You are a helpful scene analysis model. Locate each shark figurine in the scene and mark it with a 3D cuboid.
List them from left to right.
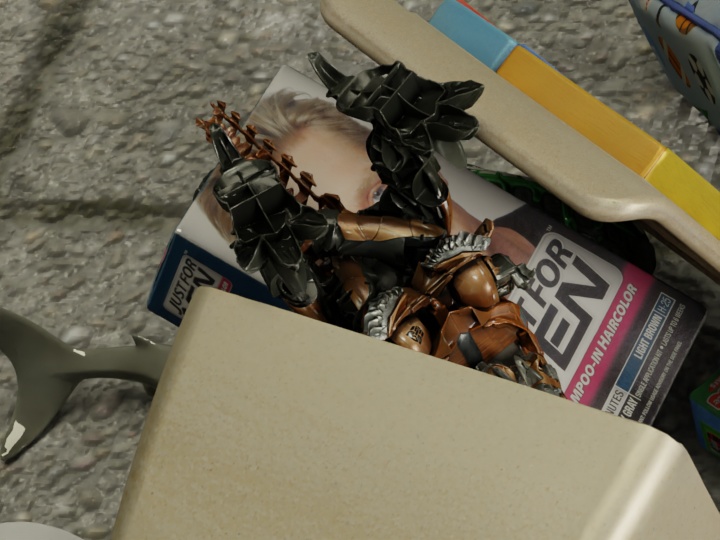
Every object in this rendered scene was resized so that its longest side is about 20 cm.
[{"bbox_3d":[-0.068,0.051,1.238,0.128,0.090,0.214,-37,48,-20],"label":"shark figurine"}]

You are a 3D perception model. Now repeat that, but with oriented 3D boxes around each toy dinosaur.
[{"bbox_3d":[0.000,0.000,1.093,0.199,0.136,0.102,19,61,28],"label":"toy dinosaur"}]

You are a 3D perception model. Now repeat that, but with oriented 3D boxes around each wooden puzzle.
[{"bbox_3d":[0.098,-0.041,1.150,0.185,0.200,0.037,40,99,41],"label":"wooden puzzle"}]

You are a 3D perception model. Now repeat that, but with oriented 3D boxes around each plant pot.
[{"bbox_3d":[0.013,0.151,1.044,0.199,0.200,0.178,17,65,32],"label":"plant pot"}]

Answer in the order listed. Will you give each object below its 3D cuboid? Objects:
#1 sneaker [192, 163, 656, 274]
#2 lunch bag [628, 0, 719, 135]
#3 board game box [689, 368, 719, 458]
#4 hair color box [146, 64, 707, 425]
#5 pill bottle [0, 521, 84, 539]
[{"bbox_3d":[0.033,-0.028,1.288,0.199,0.078,0.085,14,33,19],"label":"sneaker"},{"bbox_3d":[0.207,-0.123,1.288,0.160,0.076,0.200,-28,25,-2],"label":"lunch bag"},{"bbox_3d":[0.249,0.061,1.153,0.151,0.037,0.200,-38,48,-18],"label":"board game box"},{"bbox_3d":[0.027,0.014,1.192,0.199,0.061,0.100,29,55,2],"label":"hair color box"},{"bbox_3d":[-0.142,0.180,1.056,0.111,0.112,0.200,-3,31,16],"label":"pill bottle"}]
